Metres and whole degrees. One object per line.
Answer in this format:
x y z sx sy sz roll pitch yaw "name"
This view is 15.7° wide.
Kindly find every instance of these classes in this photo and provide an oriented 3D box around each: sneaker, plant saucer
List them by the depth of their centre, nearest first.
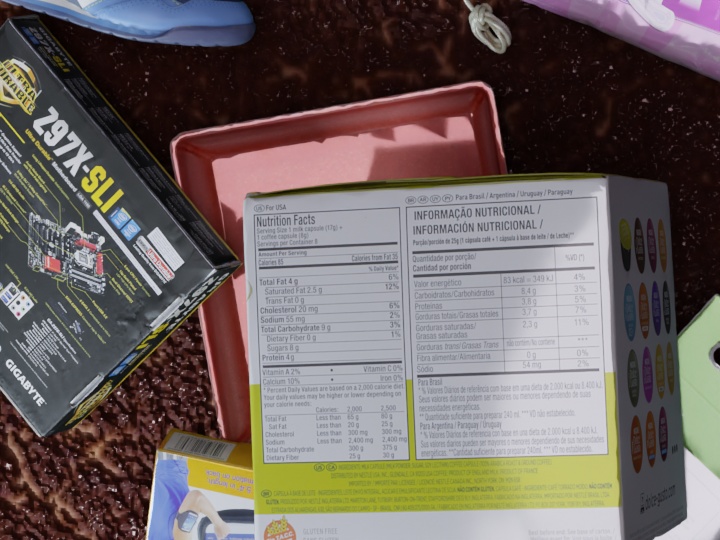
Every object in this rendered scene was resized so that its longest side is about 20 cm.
-0.153 -0.185 1.557 0.199 0.074 0.083 19 96 6 "sneaker"
0.000 0.000 1.568 0.199 0.037 0.201 -9 94 9 "plant saucer"

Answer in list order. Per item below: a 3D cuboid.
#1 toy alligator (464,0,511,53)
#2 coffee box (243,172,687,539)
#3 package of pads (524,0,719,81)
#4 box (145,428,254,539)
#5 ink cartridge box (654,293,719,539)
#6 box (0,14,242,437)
0.034 -0.218 1.536 0.200 0.059 0.054 49 60 -8 "toy alligator"
0.061 0.050 1.427 0.199 0.200 0.199 -3 89 16 "coffee box"
0.197 -0.177 1.498 0.199 0.076 0.121 23 102 7 "package of pads"
-0.074 0.204 1.583 0.118 0.041 0.201 11 107 8 "box"
0.177 0.115 1.538 0.104 0.059 0.200 43 101 3 "ink cartridge box"
-0.192 -0.026 1.572 0.160 0.049 0.200 -43 81 17 "box"
